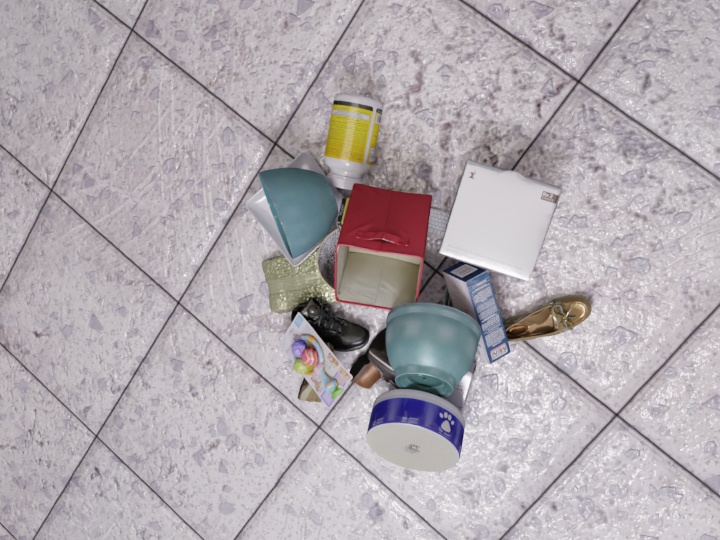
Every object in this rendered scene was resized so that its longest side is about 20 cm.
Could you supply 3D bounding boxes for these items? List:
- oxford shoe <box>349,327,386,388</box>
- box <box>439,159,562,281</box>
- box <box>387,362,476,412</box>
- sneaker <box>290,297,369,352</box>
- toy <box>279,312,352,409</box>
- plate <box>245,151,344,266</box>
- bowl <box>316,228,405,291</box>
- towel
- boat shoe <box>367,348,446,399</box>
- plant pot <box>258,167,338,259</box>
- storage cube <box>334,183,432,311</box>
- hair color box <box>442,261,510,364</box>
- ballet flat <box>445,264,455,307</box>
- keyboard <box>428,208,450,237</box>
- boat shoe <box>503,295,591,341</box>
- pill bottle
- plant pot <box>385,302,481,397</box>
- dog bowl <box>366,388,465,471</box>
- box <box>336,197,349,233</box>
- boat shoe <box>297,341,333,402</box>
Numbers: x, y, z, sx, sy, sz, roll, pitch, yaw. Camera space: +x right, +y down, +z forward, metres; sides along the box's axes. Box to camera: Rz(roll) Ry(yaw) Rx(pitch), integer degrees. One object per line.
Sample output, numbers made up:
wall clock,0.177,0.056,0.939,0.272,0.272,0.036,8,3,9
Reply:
oxford shoe,0.057,0.199,1.388,0.071,0.071,0.200,34,107,-18
box,0.287,-0.108,1.226,0.197,0.131,0.202,19,101,9
box,0.154,0.288,1.342,0.175,0.097,0.202,16,101,14
sneaker,-0.077,0.128,1.382,0.198,0.115,0.077,17,62,16
toy,-0.115,0.207,1.322,0.200,0.047,0.116,46,122,20
plate,-0.142,-0.146,1.400,0.200,0.032,0.200,-40,84,7
bowl,0.000,0.000,1.338,0.198,0.095,0.202,1,56,-1
towel,-0.143,0.022,1.433,0.198,0.036,0.150,-11,92,18
boat shoe,0.091,0.247,1.275,0.199,0.067,0.057,33,101,10
plant pot,-0.127,-0.143,1.297,0.134,0.200,0.202,-22,90,-10
storage cube,0.046,-0.044,1.200,0.169,0.181,0.201,9,140,5
hair color box,0.247,0.088,1.251,0.060,0.100,0.202,-25,112,-14
ballet flat,0.211,0.088,1.318,0.063,0.067,0.202,13,101,5
keyboard,0.182,-0.106,1.331,0.198,0.011,0.057,17,101,15
boat shoe,0.399,0.112,1.262,0.199,0.063,0.074,-25,89,18
pill bottle,-0.021,-0.286,1.318,0.111,0.112,0.202,14,100,15
plant pot,0.137,0.173,1.187,0.198,0.201,0.135,5,58,16
dog bowl,0.114,0.334,1.216,0.198,0.079,0.201,10,139,9
box,0.051,-0.117,1.313,0.198,0.050,0.076,2,55,11
boat shoe,-0.089,0.249,1.413,0.075,0.072,0.201,20,132,-6
